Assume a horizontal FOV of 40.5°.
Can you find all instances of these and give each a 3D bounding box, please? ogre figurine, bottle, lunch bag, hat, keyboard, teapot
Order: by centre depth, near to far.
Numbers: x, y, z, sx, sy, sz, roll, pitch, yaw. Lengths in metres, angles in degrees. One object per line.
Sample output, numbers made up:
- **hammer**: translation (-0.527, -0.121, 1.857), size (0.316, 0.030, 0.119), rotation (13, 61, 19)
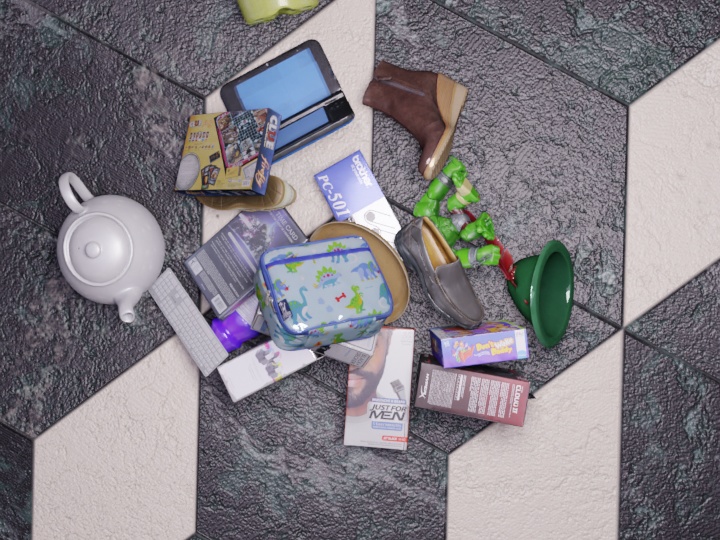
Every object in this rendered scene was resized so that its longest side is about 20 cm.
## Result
- **lunch bag**: translation (-0.060, 0.031, 1.508), size (0.197, 0.083, 0.163), rotation (-8, 61, -25)
- **ogre figurine**: translation (0.153, -0.075, 1.620), size (0.119, 0.098, 0.202), rotation (-37, 77, 29)
- **teapot**: translation (-0.431, -0.039, 1.640), size (0.197, 0.146, 0.201), rotation (19, 91, 4)
- **hat**: translation (0.253, 0.023, 1.650), size (0.174, 0.166, 0.203), rotation (3, 66, 34)
- **keyboard**: translation (-0.295, 0.086, 1.663), size (0.056, 0.011, 0.201), rotation (-44, 67, 15)
- **bottle**: translation (-0.194, 0.072, 1.668), size (0.084, 0.065, 0.200), rotation (44, 93, 6)

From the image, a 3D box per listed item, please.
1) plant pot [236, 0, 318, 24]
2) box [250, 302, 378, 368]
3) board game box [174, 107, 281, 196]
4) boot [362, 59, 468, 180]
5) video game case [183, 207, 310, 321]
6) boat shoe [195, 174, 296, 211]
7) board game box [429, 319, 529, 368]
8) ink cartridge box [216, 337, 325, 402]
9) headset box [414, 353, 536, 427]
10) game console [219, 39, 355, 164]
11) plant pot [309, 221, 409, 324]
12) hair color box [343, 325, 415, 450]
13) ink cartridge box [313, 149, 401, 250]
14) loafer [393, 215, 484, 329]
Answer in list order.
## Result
- **plant pot**: translation (-0.151, -0.514, 1.614), size (0.197, 0.201, 0.187), rotation (-15, 101, 3)
- **box**: translation (-0.066, 0.067, 1.569), size (0.197, 0.060, 0.118), rotation (19, 57, -9)
- **board game box**: translation (-0.221, -0.193, 1.612), size (0.198, 0.034, 0.138), rotation (4, 79, 42)
- **boot**: translation (0.079, -0.252, 1.630), size (0.164, 0.073, 0.203), rotation (17, 64, 8)
- **video game case**: translation (-0.194, -0.030, 1.656), size (0.199, 0.019, 0.143), rotation (-40, 56, 2)
- **boat shoe**: translation (-0.196, -0.131, 1.652), size (0.197, 0.066, 0.075), rotation (12, 91, 32)
- **board game box**: translation (0.187, 0.116, 1.577), size (0.132, 0.200, 0.046), rotation (-7, 91, -1)
- **ink cartridge box**: translation (-0.131, 0.142, 1.640), size (0.198, 0.115, 0.069), rotation (-27, 89, 2)
- **headset box**: translation (0.189, 0.196, 1.607), size (0.196, 0.149, 0.079), rotation (9, 92, 4)
- **game console**: translation (-0.127, -0.280, 1.641), size (0.198, 0.171, 0.119), rotation (-28, 116, 3)
- **plant pot**: translation (0.000, 0.000, 1.622), size (0.199, 0.201, 0.028), rotation (40, 48, 3)
- **hair color box**: translation (0.033, 0.196, 1.658), size (0.109, 0.064, 0.204), rotation (3, 89, 4)
- **ink cartridge box**: translation (0.006, -0.094, 1.667), size (0.093, 0.044, 0.202), rotation (-28, 89, 1)
- **loafer**: translation (0.133, 0.004, 1.549), size (0.073, 0.072, 0.201), rotation (-37, 86, -36)
